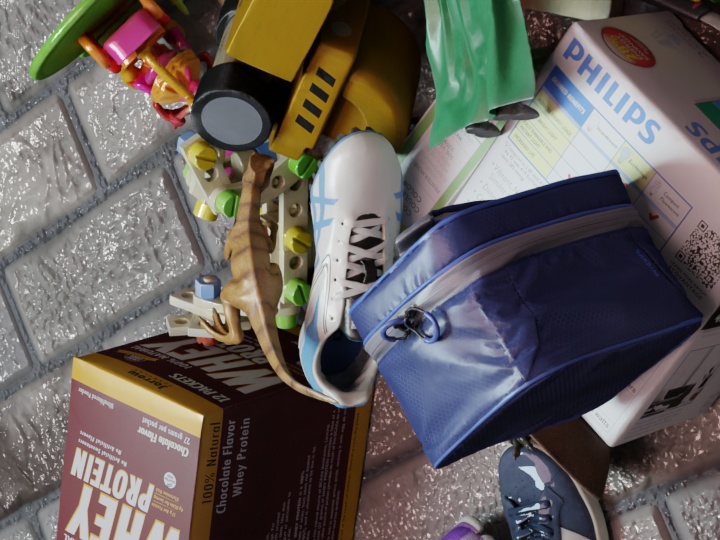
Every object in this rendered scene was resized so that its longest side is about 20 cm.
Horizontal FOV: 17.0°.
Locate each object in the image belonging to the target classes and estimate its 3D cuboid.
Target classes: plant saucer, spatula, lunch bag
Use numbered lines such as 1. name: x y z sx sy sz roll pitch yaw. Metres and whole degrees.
1. plant saucer: 0.106 0.072 1.643 0.034 0.200 0.200 -42 70 4
2. spatula: 0.235 -0.154 1.555 0.200 0.056 0.021 36 141 30
3. lunch bag: 0.090 0.022 1.456 0.136 0.199 0.133 -43 69 42

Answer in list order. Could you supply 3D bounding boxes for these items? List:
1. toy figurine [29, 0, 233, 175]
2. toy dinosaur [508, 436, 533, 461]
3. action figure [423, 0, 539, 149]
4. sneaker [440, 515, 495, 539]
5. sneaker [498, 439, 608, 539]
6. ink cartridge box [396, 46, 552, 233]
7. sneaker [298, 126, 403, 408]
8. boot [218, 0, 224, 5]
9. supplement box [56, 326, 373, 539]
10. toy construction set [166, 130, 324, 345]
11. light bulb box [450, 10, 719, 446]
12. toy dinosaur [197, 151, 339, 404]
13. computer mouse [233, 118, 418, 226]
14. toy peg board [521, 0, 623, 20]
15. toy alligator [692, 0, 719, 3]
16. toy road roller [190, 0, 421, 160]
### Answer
1. toy figurine: -0.132 -0.132 1.823 0.150 0.200 0.184 -44 90 -1
2. toy dinosaur: 0.080 0.090 1.713 0.047 0.200 0.088 -38 110 5
3. action figure: 0.076 -0.190 1.560 0.118 0.054 0.202 -20 72 51
4. sneaker: 0.044 0.263 1.779 0.081 0.083 0.201 52 130 26
5. sneaker: 0.132 0.220 1.702 0.075 0.084 0.201 -23 84 43
6. ink cartridge box: 0.066 -0.061 1.683 0.059 0.104 0.200 50 127 20
7. sneaker: 0.000 0.000 1.630 0.073 0.071 0.201 -133 42 -53
8. boot: -0.030 -0.206 1.728 0.156 0.072 0.200 56 146 19
9. supplement box: -0.110 0.155 1.815 0.132 0.199 0.199 21 113 34
10. toy construction set: -0.079 -0.024 1.744 0.092 0.130 0.201 50 143 41
11. light bulb box: 0.184 -0.030 1.578 0.198 0.124 0.200 48 125 22
12. toy dinosaur: -0.071 0.019 1.635 0.106 0.060 0.201 119 142 -62
13. computer mouse: -0.021 -0.058 1.810 0.199 0.034 0.059 -28 65 35
14. toy peg board: 0.079 -0.278 1.629 0.198 0.098 0.202 17 111 36
15. toy alligator: 0.195 -0.233 1.562 0.200 0.059 0.054 47 169 8
16. toy road roller: -0.018 -0.162 1.619 0.145 0.123 0.201 20 134 -8
